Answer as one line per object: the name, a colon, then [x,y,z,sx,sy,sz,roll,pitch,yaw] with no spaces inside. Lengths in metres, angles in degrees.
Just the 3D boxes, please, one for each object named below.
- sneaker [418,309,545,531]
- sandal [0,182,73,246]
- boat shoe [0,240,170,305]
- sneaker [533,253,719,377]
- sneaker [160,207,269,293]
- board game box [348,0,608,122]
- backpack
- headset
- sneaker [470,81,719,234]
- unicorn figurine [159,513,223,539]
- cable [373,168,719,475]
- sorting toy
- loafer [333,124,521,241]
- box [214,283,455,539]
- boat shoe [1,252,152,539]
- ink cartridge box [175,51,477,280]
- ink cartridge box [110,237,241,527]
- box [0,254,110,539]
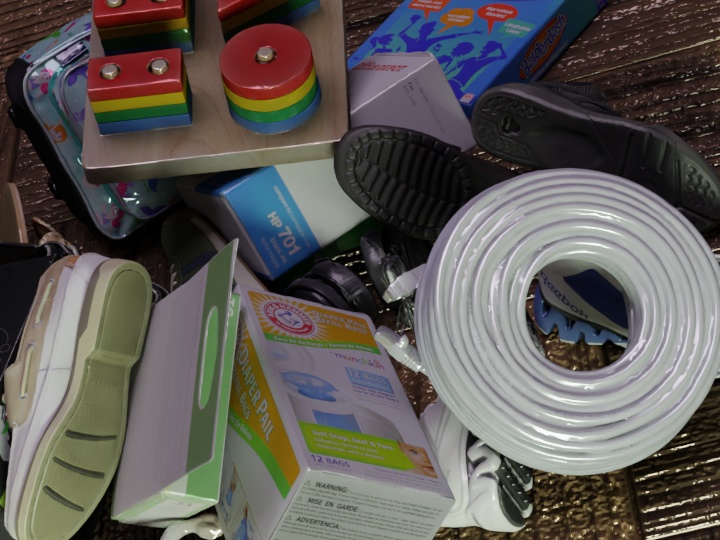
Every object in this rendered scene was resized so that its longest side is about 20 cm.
sneaker: [0.078,0.092,1.282,0.081,0.075,0.200,-13,39,26]
sandal: [-0.250,0.013,1.545,0.070,0.078,0.212,2,42,-20]
boat shoe: [-0.235,0.015,1.451,0.200,0.064,0.071,6,47,-21]
sneaker: [0.194,0.001,1.289,0.199,0.115,0.081,9,50,33]
sneaker: [-0.125,0.028,1.443,0.090,0.067,0.200,-31,46,-14]
board game box: [0.096,-0.200,1.619,0.152,0.045,0.200,16,52,38]
backpack: [-0.172,-0.143,1.569,0.200,0.178,0.151,-34,21,-19]
headset: [0.000,0.000,1.400,0.123,0.094,0.200,-32,29,-10]
sneaker: [0.191,-0.093,1.424,0.199,0.076,0.114,22,22,18]
unicorn figurine: [-0.123,0.223,1.222,0.137,0.074,0.200,-29,37,-14]
cable: [0.136,0.028,1.205,0.200,0.069,0.200,44,76,7]
sorting toy: [-0.112,-0.171,1.422,0.199,0.070,0.200,-6,50,4]
loafer: [0.064,-0.056,1.396,0.073,0.200,0.071,-67,23,5]
box: [-0.034,0.114,1.247,0.101,0.112,0.200,-61,30,25]
boat shoe: [-0.199,0.086,1.258,0.068,0.075,0.200,10,76,33]
ink cartridge box: [-0.029,-0.085,1.480,0.200,0.086,0.146,-33,15,-14]
ink cartridge box: [-0.104,0.077,1.213,0.200,0.048,0.146,-32,49,58]
box: [-0.262,0.115,1.347,0.124,0.149,0.200,-11,41,23]
